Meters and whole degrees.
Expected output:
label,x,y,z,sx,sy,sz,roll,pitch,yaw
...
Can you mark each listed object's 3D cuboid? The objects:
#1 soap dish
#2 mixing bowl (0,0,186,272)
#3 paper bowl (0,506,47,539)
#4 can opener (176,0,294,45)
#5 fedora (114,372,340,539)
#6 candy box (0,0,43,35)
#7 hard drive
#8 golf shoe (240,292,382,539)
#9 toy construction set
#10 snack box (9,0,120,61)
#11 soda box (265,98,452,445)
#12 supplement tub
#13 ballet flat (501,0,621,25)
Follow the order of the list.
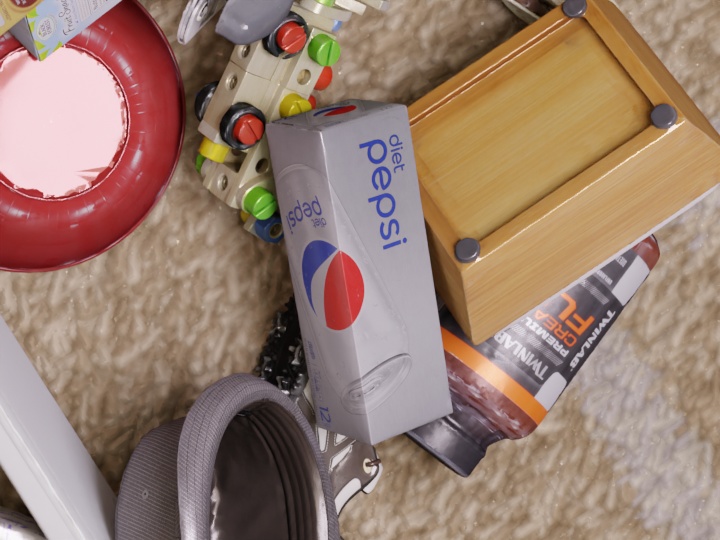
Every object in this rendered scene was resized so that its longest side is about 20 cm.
label,x,y,z,sx,sy,sz,roll,pitch,yaw
soap dish,0.111,-0.071,1.479,0.199,0.158,0.081,-34,146,2
mixing bowl,-0.197,-0.094,1.457,0.199,0.108,0.202,-1,95,-14
paper bowl,-0.252,0.244,1.477,0.199,0.104,0.202,-1,95,-15
can opener,-0.052,-0.188,1.446,0.067,0.200,0.053,30,127,6
fedora,-0.087,0.166,1.438,0.090,0.177,0.201,-10,87,29
candy box,-0.207,-0.207,1.331,0.200,0.057,0.117,-41,67,-10
hard drive,-0.209,0.089,1.447,0.026,0.132,0.201,-32,96,4
golf shoe,-0.024,0.094,1.540,0.094,0.078,0.201,14,105,-19
toy construction set,-0.038,-0.111,1.495,0.131,0.092,0.201,16,90,-42
snack box,-0.171,-0.249,1.416,0.200,0.068,0.169,-41,69,-14
soda box,0.000,0.000,1.452,0.068,0.063,0.201,-18,107,-32
supplement tub,0.100,0.036,1.548,0.107,0.107,0.200,37,86,-15
ballet flat,0.094,-0.214,1.544,0.200,0.062,0.068,34,86,-15
